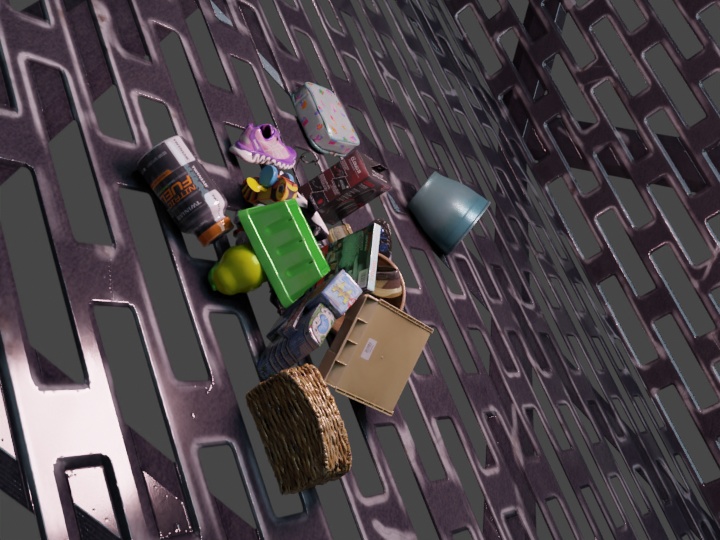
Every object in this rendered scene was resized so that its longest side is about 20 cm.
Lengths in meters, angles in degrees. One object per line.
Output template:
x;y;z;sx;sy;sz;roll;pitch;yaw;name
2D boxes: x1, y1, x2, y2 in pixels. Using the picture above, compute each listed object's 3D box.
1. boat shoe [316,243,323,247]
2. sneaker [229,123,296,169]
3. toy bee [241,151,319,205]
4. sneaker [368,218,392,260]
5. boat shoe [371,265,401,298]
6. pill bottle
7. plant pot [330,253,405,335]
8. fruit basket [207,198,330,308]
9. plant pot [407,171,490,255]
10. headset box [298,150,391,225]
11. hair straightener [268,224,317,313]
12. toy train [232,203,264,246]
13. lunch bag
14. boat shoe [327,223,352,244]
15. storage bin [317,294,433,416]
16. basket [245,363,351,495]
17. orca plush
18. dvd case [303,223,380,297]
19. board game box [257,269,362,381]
-0.032;0.008;1.862;0.200;0.068;0.072;50;29;-11;boat shoe
-0.207;-0.288;1.861;0.080;0.089;0.200;32;16;28;sneaker
-0.179;-0.168;1.710;0.130;0.200;0.110;11;67;-27;toy bee
0.036;-0.024;1.938;0.077;0.075;0.202;-94;-171;-85;sneaker
0.000;0.000;1.686;0.072;0.200;0.067;-20;122;-53;boat shoe
-0.321;-0.143;1.532;0.201;0.106;0.106;55;28;-1;pill bottle
-0.002;0.062;1.780;0.093;0.200;0.202;90;-25;-72;plant pot
-0.186;-0.020;1.553;0.216;0.215;0.156;54;12;-2;fruit basket
0.245;-0.180;2.383;0.188;0.200;0.200;39;29;1;plant pot
-0.030;-0.197;1.918;0.075;0.199;0.148;64;17;15;headset box
-0.129;-0.003;1.660;0.077;0.041;0.201;29;72;-39;hair straightener
-0.181;-0.059;1.695;0.199;0.085;0.115;23;51;-45;toy train
-0.092;-0.399;2.189;0.160;0.077;0.201;5;57;-57;lunch bag
-0.016;-0.062;1.934;0.201;0.063;0.074;36;28;-62;boat shoe
0.018;0.161;1.633;0.198;0.201;0.094;31;-5;-38;storage bin
-0.082;0.269;1.432;0.149;0.142;0.201;3;58;-55;basket
-0.155;-0.140;1.826;0.071;0.105;0.201;-38;107;-28;orca plush
-0.040;0.001;1.627;0.022;0.199;0.147;27;56;-34;dvd case
-0.095;0.094;1.532;0.062;0.200;0.200;46;30;-9;board game box
